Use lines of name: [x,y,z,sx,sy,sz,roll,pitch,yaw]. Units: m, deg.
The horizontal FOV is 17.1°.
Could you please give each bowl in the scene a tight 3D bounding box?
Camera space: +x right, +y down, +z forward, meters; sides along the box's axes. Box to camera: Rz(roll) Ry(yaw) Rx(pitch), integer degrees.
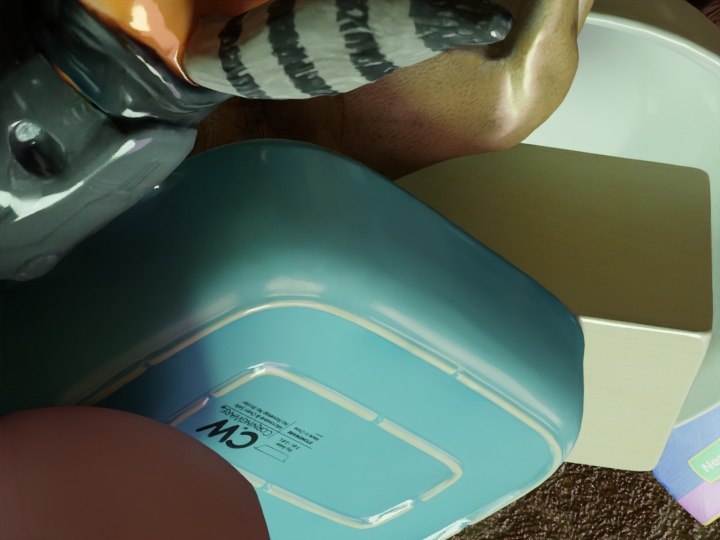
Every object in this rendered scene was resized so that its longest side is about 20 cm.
bowl: [0.051,-0.036,0.792,0.200,0.091,0.202,2,135,2]

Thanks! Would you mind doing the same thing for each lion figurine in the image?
lion figurine: [0.007,-0.052,0.647,0.199,0.073,0.123,-14,133,-23]

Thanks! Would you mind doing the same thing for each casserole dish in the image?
casserole dish: [-0.015,0.033,0.636,0.121,0.039,0.200,-32,144,21]

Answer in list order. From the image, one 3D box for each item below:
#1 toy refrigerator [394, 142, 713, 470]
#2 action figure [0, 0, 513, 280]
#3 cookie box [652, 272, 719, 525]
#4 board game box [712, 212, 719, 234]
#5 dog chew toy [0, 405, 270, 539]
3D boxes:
toy refrigerator: [0.000,0.000,0.722,0.199,0.070,0.076,8,142,-3]
action figure: [-0.069,-0.048,0.487,0.193,0.105,0.200,-32,165,36]
cookie box: [0.176,-0.024,0.906,0.171,0.075,0.200,-40,-167,29]
board game box: [0.137,-0.065,0.923,0.200,0.026,0.200,-35,-166,45]
dog chew toy: [-0.113,0.105,0.547,0.199,0.125,0.125,-13,169,-6]
